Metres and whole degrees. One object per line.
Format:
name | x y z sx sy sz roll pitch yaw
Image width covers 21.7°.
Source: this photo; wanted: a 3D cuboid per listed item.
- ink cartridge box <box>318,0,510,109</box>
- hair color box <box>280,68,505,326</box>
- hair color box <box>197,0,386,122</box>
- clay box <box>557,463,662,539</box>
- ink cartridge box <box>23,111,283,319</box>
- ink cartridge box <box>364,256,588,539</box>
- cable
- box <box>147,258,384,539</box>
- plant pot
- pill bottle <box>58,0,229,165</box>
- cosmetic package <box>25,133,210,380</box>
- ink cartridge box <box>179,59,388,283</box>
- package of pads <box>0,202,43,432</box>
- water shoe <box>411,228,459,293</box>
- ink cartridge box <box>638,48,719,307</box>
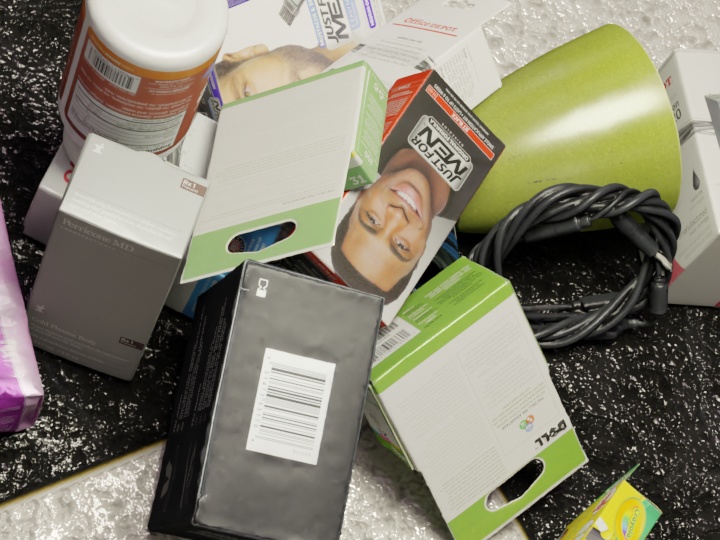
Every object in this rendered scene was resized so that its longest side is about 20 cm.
ink cartridge box | 0.043 -0.170 1.694 0.200 0.116 0.068 -39 124 -23
hair color box | 0.027 -0.059 1.568 0.101 0.061 0.201 43 66 -22
hair color box | -0.069 -0.208 1.714 0.199 0.065 0.110 -27 112 -30
clay box | 0.176 0.256 1.554 0.048 0.115 0.200 41 57 3
ink cartridge box | -0.167 -0.061 1.610 0.199 0.084 0.146 27 56 -6
ink cartridge box | 0.087 0.117 1.588 0.147 0.076 0.201 -35 120 -14
cable | 0.192 -0.005 1.683 0.198 0.164 0.051 2 36 -13
box | -0.076 0.113 1.451 0.116 0.200 0.199 14 78 -14
plant pot | 0.163 -0.109 1.725 0.198 0.187 0.189 -17 69 -13
pill bottle | -0.178 -0.155 1.486 0.111 0.200 0.113 9 59 -15
cosmetic package | -0.198 -0.007 1.496 0.106 0.200 0.091 20 56 -5
ink cartridge box | -0.059 -0.069 1.515 0.048 0.144 0.201 51 35 -42
package of pads | -0.331 0.033 1.499 0.119 0.076 0.202 -7 65 -22
water shoe | 0.054 -0.021 1.657 0.071 0.079 0.202 -22 79 3
ink cartridge box | 0.319 -0.087 1.781 0.084 0.146 0.202 4 61 -20
